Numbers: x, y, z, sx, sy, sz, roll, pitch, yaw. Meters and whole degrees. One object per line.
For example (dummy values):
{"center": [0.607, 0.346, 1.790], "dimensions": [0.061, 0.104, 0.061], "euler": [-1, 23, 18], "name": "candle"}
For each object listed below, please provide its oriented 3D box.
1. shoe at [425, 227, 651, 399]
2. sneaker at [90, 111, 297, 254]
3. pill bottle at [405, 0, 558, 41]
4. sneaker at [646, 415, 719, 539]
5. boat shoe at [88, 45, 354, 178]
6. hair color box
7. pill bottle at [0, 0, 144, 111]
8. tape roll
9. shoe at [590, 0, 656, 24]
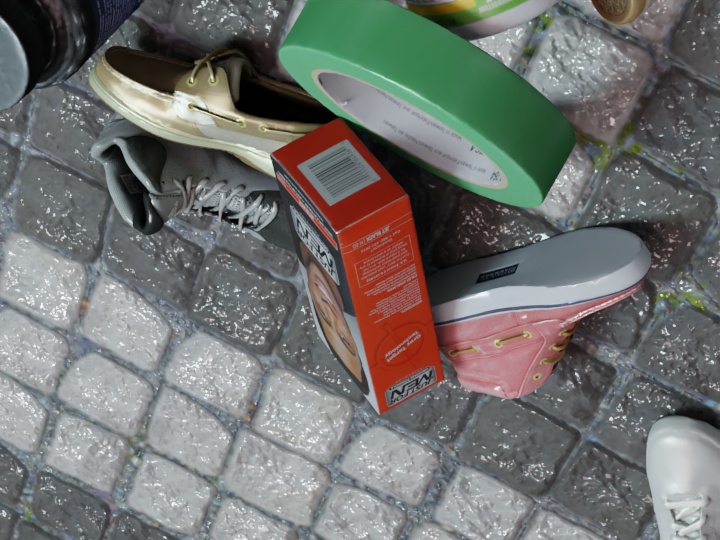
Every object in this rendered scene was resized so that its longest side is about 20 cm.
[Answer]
{"center": [0.136, 0.034, 1.306], "dimensions": [0.199, 0.072, 0.091], "euler": [-13, 119, 37], "name": "shoe"}
{"center": [-0.114, -0.047, 1.324], "dimensions": [0.199, 0.116, 0.075], "euler": [32, 131, 0], "name": "sneaker"}
{"center": [0.051, -0.252, 1.103], "dimensions": [0.111, 0.111, 0.201], "euler": [-11, 118, 30], "name": "pill bottle"}
{"center": [0.256, 0.206, 1.363], "dimensions": [0.075, 0.089, 0.201], "euler": [0, 123, 26], "name": "sneaker"}
{"center": [-0.096, -0.126, 1.294], "dimensions": [0.199, 0.074, 0.067], "euler": [20, 127, -4], "name": "boat shoe"}
{"center": [0.000, 0.000, 1.285], "dimensions": [0.102, 0.061, 0.201], "euler": [50, 163, 41], "name": "hair color box"}
{"center": [-0.213, -0.192, 1.206], "dimensions": [0.111, 0.200, 0.112], "euler": [12, 128, 16], "name": "pill bottle"}
{"center": [0.043, -0.112, 1.172], "dimensions": [0.200, 0.048, 0.200], "euler": [30, 174, 3], "name": "tape roll"}
{"center": [0.155, -0.253, 1.102], "dimensions": [0.070, 0.053, 0.201], "euler": [33, 144, 56], "name": "shoe"}
